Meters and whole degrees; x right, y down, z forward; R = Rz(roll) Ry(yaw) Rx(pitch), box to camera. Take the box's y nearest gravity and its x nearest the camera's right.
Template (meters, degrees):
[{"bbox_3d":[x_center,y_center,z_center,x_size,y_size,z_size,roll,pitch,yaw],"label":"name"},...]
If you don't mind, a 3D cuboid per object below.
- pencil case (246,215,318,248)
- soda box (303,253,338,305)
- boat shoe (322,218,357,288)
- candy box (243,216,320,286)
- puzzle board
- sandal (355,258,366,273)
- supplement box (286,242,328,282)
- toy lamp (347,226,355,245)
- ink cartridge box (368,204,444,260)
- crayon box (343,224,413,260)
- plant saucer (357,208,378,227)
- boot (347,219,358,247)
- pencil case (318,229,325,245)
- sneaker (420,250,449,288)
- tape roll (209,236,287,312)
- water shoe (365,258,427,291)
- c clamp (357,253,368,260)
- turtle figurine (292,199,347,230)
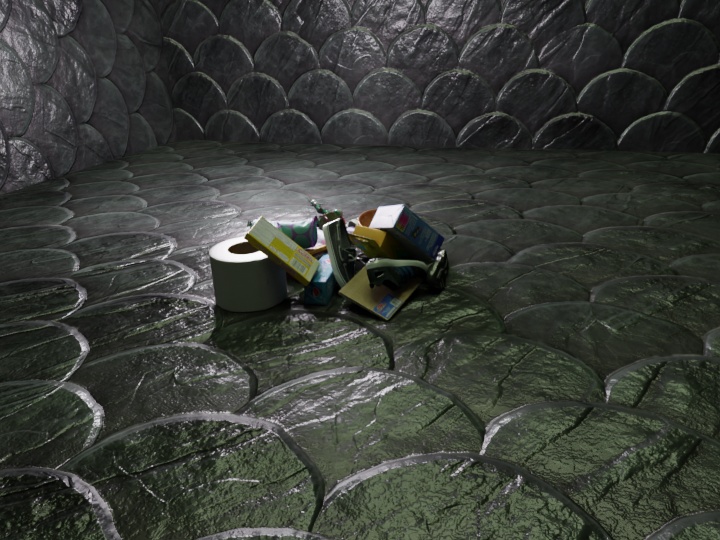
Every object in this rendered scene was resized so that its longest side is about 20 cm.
[{"bbox_3d":[-0.219,-0.107,1.658,0.195,0.085,0.095,0,66,10],"label":"pencil case"},{"bbox_3d":[-0.096,0.020,1.593,0.063,0.069,0.200,4,23,13],"label":"soda box"},{"bbox_3d":[-0.041,-0.040,1.567,0.067,0.204,0.071,-21,-10,28],"label":"boat shoe"},{"bbox_3d":[-0.198,-0.050,1.489,0.199,0.026,0.103,39,29,-8],"label":"candy box"},{"bbox_3d":[0.055,0.044,1.512,0.149,0.018,0.200,29,43,17],"label":"puzzle board"},{"bbox_3d":[0.001,0.000,1.666,0.074,0.044,0.200,-8,23,-15],"label":"sandal"},{"bbox_3d":[-0.197,-0.043,1.732,0.109,0.088,0.198,-21,29,-37],"label":"supplement box"},{"bbox_3d":[-0.051,-0.104,1.817,0.057,0.060,0.199,-14,7,-27],"label":"toy lamp"},{"bbox_3d":[0.138,-0.095,1.619,0.136,0.199,0.077,7,63,60],"label":"ink cartridge box"},{"bbox_3d":[0.056,-0.064,1.634,0.125,0.200,0.052,17,73,42],"label":"crayon box"},{"bbox_3d":[0.088,-0.134,1.779,0.195,0.038,0.201,4,30,-2],"label":"plant saucer"},{"bbox_3d":[0.057,-0.108,1.846,0.142,0.074,0.200,-12,36,-33],"label":"boot"},{"bbox_3d":[-0.120,-0.075,1.796,0.083,0.092,0.198,38,-10,-39],"label":"pencil case"},{"bbox_3d":[0.200,0.003,1.627,0.078,0.075,0.200,-9,15,17],"label":"sneaker"},{"bbox_3d":[-0.298,0.005,1.557,0.197,0.142,0.203,-2,21,1],"label":"tape roll"},{"bbox_3d":[0.093,0.015,1.502,0.197,0.081,0.071,3,-9,-36],"label":"water shoe"},{"bbox_3d":[-0.006,-0.069,1.855,0.167,0.028,0.201,-6,23,-8],"label":"c clamp"},{"bbox_3d":[-0.126,-0.162,1.931,0.198,0.152,0.100,-31,17,-25],"label":"turtle figurine"}]
